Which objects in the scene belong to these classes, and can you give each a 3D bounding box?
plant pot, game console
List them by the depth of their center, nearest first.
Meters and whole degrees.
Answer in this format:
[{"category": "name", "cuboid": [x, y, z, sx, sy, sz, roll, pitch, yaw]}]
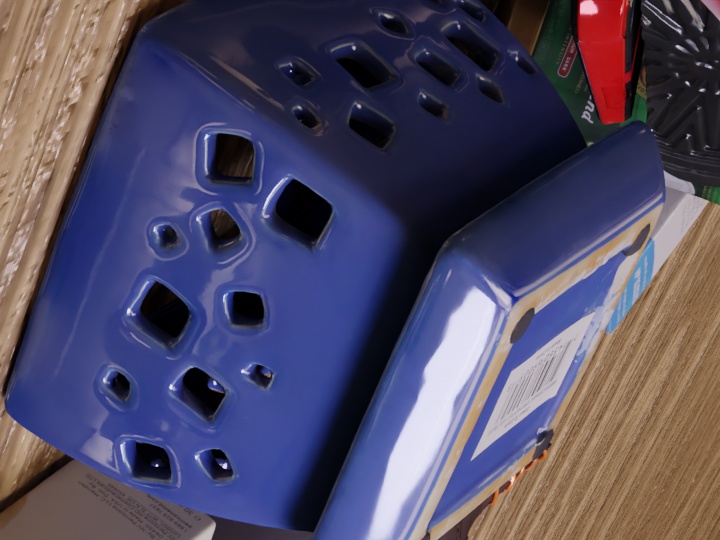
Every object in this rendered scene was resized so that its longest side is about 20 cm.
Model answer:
[{"category": "plant pot", "cuboid": [0.000, 0.000, 1.083, 0.200, 0.179, 0.201, -31, 150, -54]}, {"category": "game console", "cuboid": [0.130, -0.184, 1.248, 0.177, 0.031, 0.201, 66, 36, -77]}]

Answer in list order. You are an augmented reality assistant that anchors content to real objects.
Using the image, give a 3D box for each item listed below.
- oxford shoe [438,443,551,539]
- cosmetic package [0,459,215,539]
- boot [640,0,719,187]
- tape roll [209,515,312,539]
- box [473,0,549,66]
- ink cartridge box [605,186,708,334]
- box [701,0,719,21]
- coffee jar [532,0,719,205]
[{"category": "oxford shoe", "cuboid": [0.055, 0.079, 1.220, 0.071, 0.072, 0.201, 113, -9, -60]}, {"category": "cosmetic package", "cuboid": [-0.156, 0.168, 1.141, 0.200, 0.071, 0.105, -35, 154, -51]}, {"category": "boot", "cuboid": [0.179, -0.156, 1.234, 0.211, 0.079, 0.158, 96, 10, -59]}, {"category": "tape roll", "cuboid": [-0.033, 0.186, 1.295, 0.066, 0.200, 0.200, -49, 162, -20]}, {"category": "box", "cuboid": [0.055, -0.074, 1.258, 0.200, 0.021, 0.164, -67, 180, -58]}, {"category": "ink cartridge box", "cuboid": [0.148, -0.082, 1.453, 0.200, 0.115, 0.068, -52, 164, -14]}, {"category": "box", "cuboid": [0.130, -0.191, 1.032, 0.103, 0.200, 0.095, -45, 168, 23]}, {"category": "coffee jar", "cuboid": [0.181, -0.084, 1.368, 0.085, 0.199, 0.105, 68, 43, -78]}]
